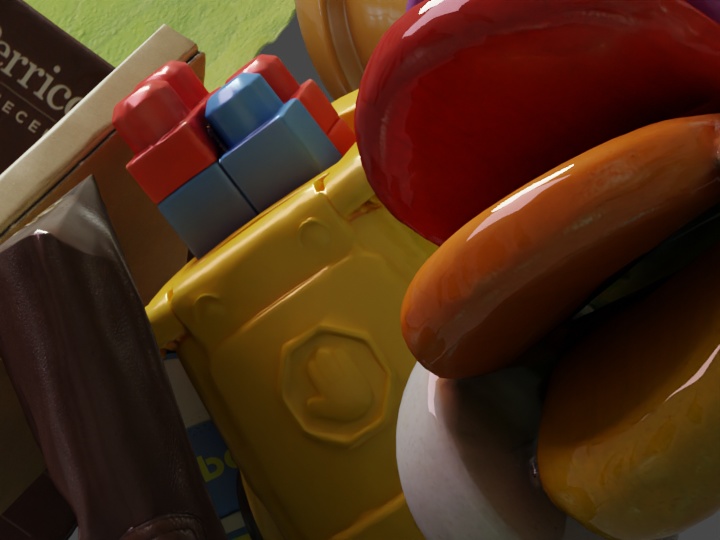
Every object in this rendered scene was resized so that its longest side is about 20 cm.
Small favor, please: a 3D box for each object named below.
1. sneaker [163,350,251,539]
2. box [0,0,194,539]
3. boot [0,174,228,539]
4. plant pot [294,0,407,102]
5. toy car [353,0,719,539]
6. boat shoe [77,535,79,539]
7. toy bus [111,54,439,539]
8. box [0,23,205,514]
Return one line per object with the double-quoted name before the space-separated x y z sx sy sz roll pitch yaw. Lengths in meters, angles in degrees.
"sneaker" -0.046 0.055 1.028 0.074 0.082 0.200 -29 3 6
"box" -0.147 0.006 1.139 0.200 0.166 0.164 -54 2 0
"boot" -0.063 0.062 0.774 0.064 0.200 0.186 -14 -7 -16
"plant pot" 0.087 -0.115 1.081 0.200 0.200 0.183 -42 18 -2
"toy car" 0.070 -0.027 0.671 0.175 0.150 0.200 -42 9 34
"boat shoe" -0.091 0.144 1.232 0.202 0.074 0.065 -65 -15 22
"toy bus" 0.000 0.000 0.921 0.136 0.192 0.200 -37 4 18
"box" -0.124 0.029 0.939 0.200 0.021 0.164 -47 -20 -36
